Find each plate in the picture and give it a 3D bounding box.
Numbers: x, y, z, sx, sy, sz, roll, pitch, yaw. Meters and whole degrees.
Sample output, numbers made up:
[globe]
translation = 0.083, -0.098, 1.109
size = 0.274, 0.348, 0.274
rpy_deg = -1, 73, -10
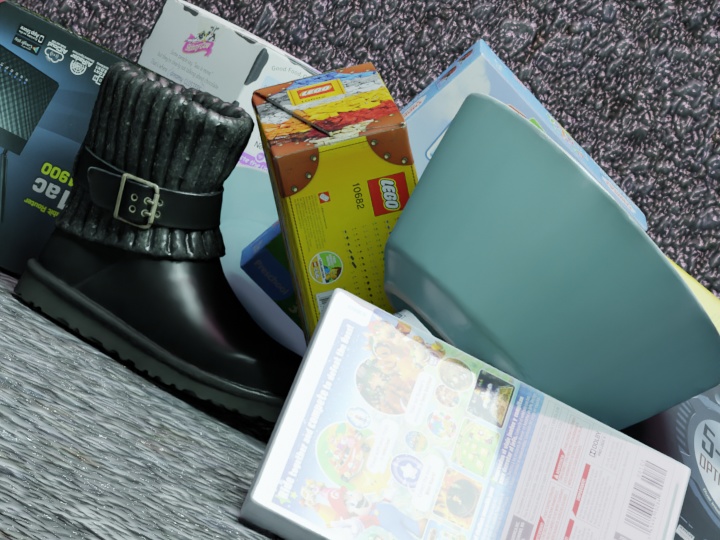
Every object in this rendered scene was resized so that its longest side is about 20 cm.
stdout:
[plate]
translation = -0.048, 0.024, 1.647
size = 0.200, 0.026, 0.201
rpy_deg = 31, 40, -30

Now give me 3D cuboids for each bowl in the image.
[bowl]
translation = 0.086, 0.015, 1.372
size = 0.201, 0.105, 0.201
rpy_deg = 48, -6, 7

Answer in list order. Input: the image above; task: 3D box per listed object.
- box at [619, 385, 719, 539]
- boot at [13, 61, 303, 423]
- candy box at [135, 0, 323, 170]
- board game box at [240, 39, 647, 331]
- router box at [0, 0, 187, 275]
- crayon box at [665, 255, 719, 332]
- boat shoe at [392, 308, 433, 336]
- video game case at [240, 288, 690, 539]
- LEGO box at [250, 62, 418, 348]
[box]
translation = 0.208, 0.149, 1.436
size = 0.200, 0.044, 0.160
rpy_deg = 43, 32, 2
[boot]
translation = -0.088, -0.015, 1.519
size = 0.211, 0.158, 0.079
rpy_deg = 29, 4, 15
[candy box]
translation = -0.120, -0.075, 1.851
size = 0.071, 0.200, 0.168
rpy_deg = 25, 5, -33
[board game box]
translation = 0.050, -0.018, 1.603
size = 0.151, 0.200, 0.037
rpy_deg = 45, 14, -13
[router box]
translation = -0.209, -0.080, 1.630
size = 0.200, 0.150, 0.062
rpy_deg = 25, 4, -31
[crayon box]
translation = 0.200, 0.076, 1.692
size = 0.200, 0.127, 0.051
rpy_deg = 41, -23, 12
[boat shoe]
translation = 0.054, 0.122, 1.323
size = 0.202, 0.086, 0.075
rpy_deg = 51, -4, 4
[video game case]
translation = 0.054, 0.105, 1.256
size = 0.200, 0.018, 0.143
rpy_deg = 27, 48, -6
[LEGO box]
translation = 0.000, 0.000, 1.509
size = 0.077, 0.201, 0.149
rpy_deg = -13, 19, -3
